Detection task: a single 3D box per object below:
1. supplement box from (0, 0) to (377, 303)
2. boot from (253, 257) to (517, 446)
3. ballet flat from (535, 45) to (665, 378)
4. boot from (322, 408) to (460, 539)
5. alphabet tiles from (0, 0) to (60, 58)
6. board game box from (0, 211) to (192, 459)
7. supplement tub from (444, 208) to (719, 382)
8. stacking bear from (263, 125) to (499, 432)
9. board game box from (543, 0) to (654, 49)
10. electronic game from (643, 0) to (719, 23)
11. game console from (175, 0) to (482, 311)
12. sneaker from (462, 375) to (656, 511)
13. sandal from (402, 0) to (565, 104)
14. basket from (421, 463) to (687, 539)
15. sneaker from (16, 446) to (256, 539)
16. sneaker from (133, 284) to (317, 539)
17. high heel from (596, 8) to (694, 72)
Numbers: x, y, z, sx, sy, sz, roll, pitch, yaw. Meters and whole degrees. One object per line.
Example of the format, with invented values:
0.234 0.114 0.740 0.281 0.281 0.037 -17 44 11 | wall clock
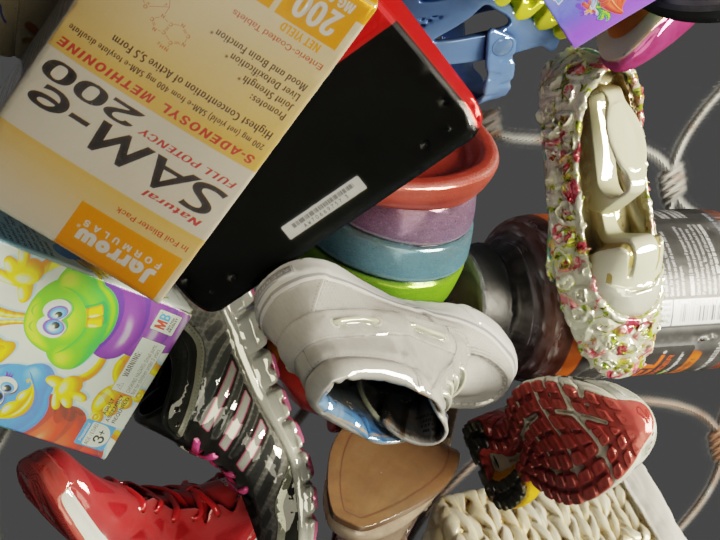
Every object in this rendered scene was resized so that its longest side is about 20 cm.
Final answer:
-0.097 -0.100 1.091 0.126 0.074 0.200 31 113 -15 | supplement box
0.027 0.064 1.215 0.200 0.096 0.074 19 123 -42 | boot
0.145 -0.034 1.276 0.076 0.064 0.200 -14 95 -28 | ballet flat
0.010 0.148 1.337 0.200 0.070 0.146 -46 164 -53 | boot
-0.167 -0.184 1.093 0.200 0.006 0.167 7 117 -5 | alphabet tiles
-0.211 0.010 1.172 0.200 0.105 0.103 23 106 -36 | board game box
0.144 0.016 1.369 0.200 0.107 0.107 -3 119 -27 | supplement tub
0.000 0.000 1.286 0.114 0.122 0.200 4 125 -23 | stacking bear
0.176 -0.223 1.195 0.200 0.135 0.045 -31 130 11 | board game box
0.227 -0.216 1.217 0.200 0.200 0.042 -40 129 -2 | electronic game
-0.062 -0.092 1.157 0.200 0.031 0.177 -34 107 21 | game console
0.129 0.092 1.305 0.082 0.200 0.078 -23 90 -18 | sneaker
0.040 -0.151 1.235 0.200 0.080 0.087 22 110 -35 | sandal
0.131 0.262 1.428 0.161 0.198 0.200 -5 135 -23 | basket
-0.122 0.140 1.329 0.116 0.078 0.200 -44 141 -10 | sneaker
-0.087 0.090 1.283 0.087 0.074 0.200 -21 103 -14 | sneaker
0.208 -0.163 1.290 0.096 0.067 0.200 57 49 -31 | high heel
